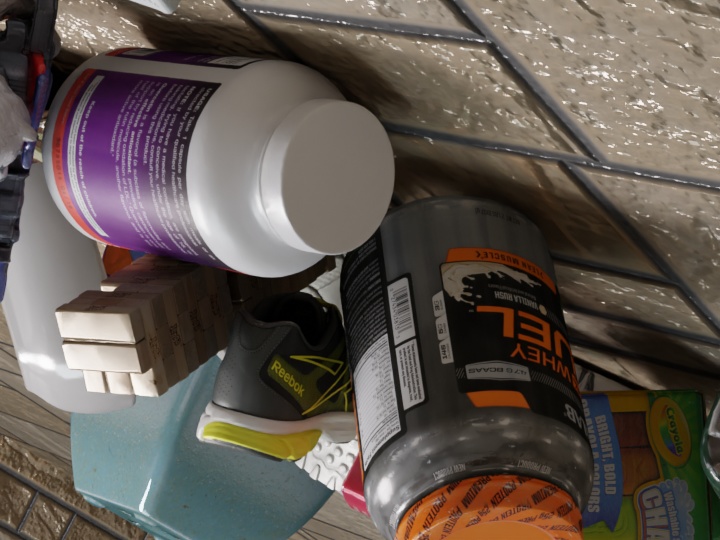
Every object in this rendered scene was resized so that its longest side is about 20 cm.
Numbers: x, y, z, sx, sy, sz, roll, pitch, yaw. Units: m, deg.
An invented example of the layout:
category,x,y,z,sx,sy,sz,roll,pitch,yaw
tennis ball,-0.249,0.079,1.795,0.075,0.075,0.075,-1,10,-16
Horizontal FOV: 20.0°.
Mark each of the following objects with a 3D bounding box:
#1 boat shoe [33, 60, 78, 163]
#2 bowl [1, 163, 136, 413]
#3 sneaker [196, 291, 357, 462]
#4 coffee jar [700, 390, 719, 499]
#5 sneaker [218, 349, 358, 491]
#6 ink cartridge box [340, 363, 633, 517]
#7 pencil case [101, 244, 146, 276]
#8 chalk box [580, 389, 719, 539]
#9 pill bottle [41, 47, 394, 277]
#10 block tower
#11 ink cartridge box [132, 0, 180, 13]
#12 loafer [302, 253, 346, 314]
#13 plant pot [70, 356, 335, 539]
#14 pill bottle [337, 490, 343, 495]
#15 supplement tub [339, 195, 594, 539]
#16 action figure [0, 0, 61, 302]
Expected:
category,x,y,z,sx,sy,sz,roll,pitch,yaw
boat shoe,-0.204,-0.110,1.270,0.201,0.075,0.075,16,140,41
bowl,-0.215,0.005,1.411,0.074,0.201,0.200,-16,172,-11
sneaker,-0.025,0.052,1.162,0.074,0.085,0.200,16,-168,15
coffee jar,0.263,0.129,1.206,0.104,0.086,0.200,19,164,21
sneaker,-0.031,0.080,1.496,0.080,0.077,0.200,7,-143,-47
ink cartridge box,0.108,0.131,1.374,0.199,0.146,0.084,24,168,10
pencil case,-0.080,0.010,1.421,0.199,0.089,0.088,26,167,7
chalk box,0.138,0.138,1.240,0.198,0.126,0.124,-2,173,-19
pill bottle,-0.076,-0.058,1.090,0.199,0.113,0.112,12,160,48
block tower,-0.089,0.009,1.160,0.057,0.200,0.055,3,112,32
ink cartridge box,-0.187,-0.200,0.927,0.199,0.044,0.174,21,165,24
loafer,0.000,0.000,1.270,0.199,0.072,0.063,26,-152,5
plant pot,-0.125,0.127,1.680,0.195,0.201,0.196,35,164,-35
pill bottle,0.046,0.140,1.576,0.198,0.110,0.109,22,166,3
supplement tub,0.056,0.069,1.084,0.121,0.201,0.123,-5,140,-4
action figure,-0.233,-0.086,1.119,0.104,0.202,0.193,0,-162,-34
